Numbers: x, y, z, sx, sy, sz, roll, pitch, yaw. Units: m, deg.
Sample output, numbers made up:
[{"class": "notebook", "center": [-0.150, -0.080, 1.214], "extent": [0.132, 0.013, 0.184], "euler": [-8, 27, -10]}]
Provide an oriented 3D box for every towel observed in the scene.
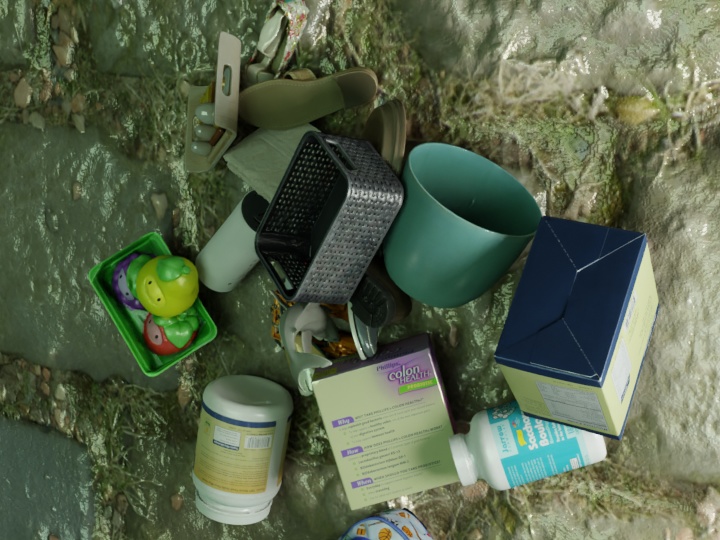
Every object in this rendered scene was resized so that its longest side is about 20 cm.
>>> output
[{"class": "towel", "center": [-0.104, -0.155, 1.627], "extent": [0.200, 0.132, 0.035], "euler": [42, 163, 45]}]

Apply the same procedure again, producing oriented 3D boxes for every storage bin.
[{"class": "storage bin", "center": [-0.045, -0.067, 1.483], "extent": [0.136, 0.093, 0.201], "euler": [55, 127, 40]}]

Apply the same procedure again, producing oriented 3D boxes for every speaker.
[{"class": "speaker", "center": [-0.179, -0.043, 1.698], "extent": [0.082, 0.081, 0.200], "euler": [57, 143, 7]}]

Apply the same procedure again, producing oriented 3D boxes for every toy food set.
[{"class": "toy food set", "center": [-0.227, -0.244, 1.665], "extent": [0.200, 0.060, 0.145], "euler": [147, 127, -63]}]

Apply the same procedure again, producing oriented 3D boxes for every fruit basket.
[{"class": "fruit basket", "center": [-0.319, 0.045, 1.762], "extent": [0.155, 0.216, 0.217], "euler": [-32, 83, -6]}]

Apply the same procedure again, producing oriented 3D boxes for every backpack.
[{"class": "backpack", "center": [0.027, 0.458, 1.693], "extent": [0.200, 0.154, 0.191], "euler": [47, 107, 16]}]

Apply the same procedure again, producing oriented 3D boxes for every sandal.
[{"class": "sandal", "center": [-0.076, -0.263, 1.655], "extent": [0.210, 0.070, 0.078], "euler": [-10, 118, 9]}]

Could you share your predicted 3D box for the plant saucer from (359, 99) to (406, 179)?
[{"class": "plant saucer", "center": [0.019, -0.140, 1.560], "extent": [0.029, 0.200, 0.202], "euler": [10, 109, -14]}]

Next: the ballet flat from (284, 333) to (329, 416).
[{"class": "ballet flat", "center": [-0.053, 0.179, 1.684], "extent": [0.200, 0.063, 0.068], "euler": [46, 141, -11]}]

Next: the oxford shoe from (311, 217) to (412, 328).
[{"class": "oxford shoe", "center": [0.000, 0.000, 1.568], "extent": [0.201, 0.084, 0.073], "euler": [54, 127, 26]}]

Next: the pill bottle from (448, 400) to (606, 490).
[{"class": "pill bottle", "center": [0.223, 0.230, 1.523], "extent": [0.198, 0.111, 0.112], "euler": [-19, 91, 6]}]

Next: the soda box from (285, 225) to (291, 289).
[{"class": "soda box", "center": [-0.061, -0.054, 1.652], "extent": [0.068, 0.063, 0.202], "euler": [2, 84, 26]}]

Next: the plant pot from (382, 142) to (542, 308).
[{"class": "plant pot", "center": [0.120, -0.048, 1.517], "extent": [0.200, 0.200, 0.162], "euler": [39, 122, 16]}]

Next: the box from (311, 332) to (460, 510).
[{"class": "box", "center": [0.043, 0.215, 1.615], "extent": [0.174, 0.097, 0.202], "euler": [-16, 100, 6]}]

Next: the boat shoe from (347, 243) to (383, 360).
[{"class": "boat shoe", "center": [0.019, 0.033, 1.611], "extent": [0.061, 0.073, 0.202], "euler": [-7, 56, 12]}]

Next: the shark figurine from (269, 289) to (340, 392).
[{"class": "shark figurine", "center": [-0.071, 0.069, 1.553], "extent": [0.089, 0.215, 0.128], "euler": [-39, 96, 16]}]

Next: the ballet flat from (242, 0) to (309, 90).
[{"class": "ballet flat", "center": [-0.140, -0.318, 1.673], "extent": [0.075, 0.064, 0.201], "euler": [29, 113, 19]}]

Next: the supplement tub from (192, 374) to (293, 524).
[{"class": "supplement tub", "center": [-0.188, 0.281, 1.769], "extent": [0.143, 0.144, 0.202], "euler": [18, 107, 24]}]

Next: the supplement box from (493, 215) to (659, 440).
[{"class": "supplement box", "center": [0.277, 0.074, 1.405], "extent": [0.133, 0.200, 0.201], "euler": [12, 67, 26]}]

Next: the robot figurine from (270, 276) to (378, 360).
[{"class": "robot figurine", "center": [-0.056, 0.079, 1.708], "extent": [0.198, 0.058, 0.146], "euler": [12, 104, 25]}]
